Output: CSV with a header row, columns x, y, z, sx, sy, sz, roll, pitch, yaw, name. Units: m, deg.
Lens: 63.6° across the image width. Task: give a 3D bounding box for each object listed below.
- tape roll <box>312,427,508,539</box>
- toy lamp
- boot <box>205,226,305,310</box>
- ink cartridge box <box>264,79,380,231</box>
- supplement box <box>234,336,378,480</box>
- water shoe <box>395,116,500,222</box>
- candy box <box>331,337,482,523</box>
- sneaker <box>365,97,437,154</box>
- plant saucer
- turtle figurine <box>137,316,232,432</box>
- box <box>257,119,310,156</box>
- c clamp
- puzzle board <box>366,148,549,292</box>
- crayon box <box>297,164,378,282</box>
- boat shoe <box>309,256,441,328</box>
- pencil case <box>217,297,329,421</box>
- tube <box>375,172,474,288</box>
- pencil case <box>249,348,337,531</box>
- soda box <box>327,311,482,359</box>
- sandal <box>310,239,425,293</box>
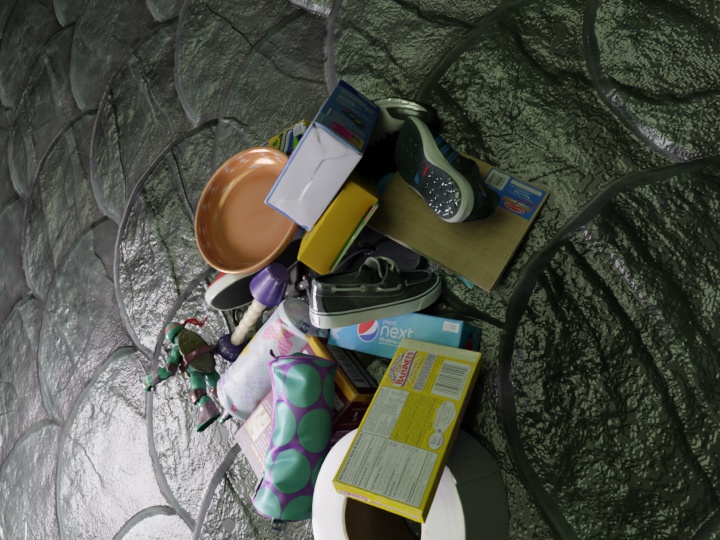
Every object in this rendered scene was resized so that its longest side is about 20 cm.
x,y,z,sx,sy,sz,roll,pitch,yaw,name
0.059,0.284,0.685,0.199,0.138,0.208,-8,75,33,tape roll
-0.166,0.065,0.895,0.201,0.057,0.059,-51,55,35,toy lamp
-0.183,-0.040,0.943,0.199,0.072,0.146,-37,57,9,boot
-0.044,-0.166,0.790,0.137,0.076,0.201,-50,12,33,ink cartridge box
-0.074,0.207,0.824,0.201,0.085,0.111,-51,58,14,supplement box
0.106,-0.125,0.745,0.072,0.077,0.202,-63,34,35,water shoe
0.056,0.160,0.626,0.100,0.027,0.201,6,44,29,candy box
0.028,-0.212,0.865,0.197,0.073,0.082,8,96,40,sneaker
-0.165,-0.089,0.884,0.196,0.037,0.205,-9,69,24,plant saucer
-0.276,0.155,0.935,0.201,0.149,0.101,52,125,15,turtle figurine
-0.143,-0.168,0.962,0.197,0.070,0.066,-21,69,29,box
-0.159,0.032,0.956,0.197,0.027,0.175,-19,70,29,c clamp
0.122,-0.080,0.759,0.198,0.017,0.152,30,78,25,puzzle board
-0.030,-0.074,0.798,0.128,0.050,0.201,-55,12,14,crayon box
0.024,0.016,0.733,0.071,0.196,0.069,31,126,54,boat shoe
-0.133,0.136,0.876,0.200,0.090,0.083,-48,14,19,pencil case
0.100,-0.062,0.791,0.199,0.050,0.078,40,95,30,tube
-0.082,0.206,0.725,0.090,0.085,0.205,8,84,-10,pencil case
0.055,0.087,0.773,0.197,0.067,0.066,8,83,35,soda box
0.000,-0.001,0.844,0.198,0.043,0.078,-28,65,26,sandal
